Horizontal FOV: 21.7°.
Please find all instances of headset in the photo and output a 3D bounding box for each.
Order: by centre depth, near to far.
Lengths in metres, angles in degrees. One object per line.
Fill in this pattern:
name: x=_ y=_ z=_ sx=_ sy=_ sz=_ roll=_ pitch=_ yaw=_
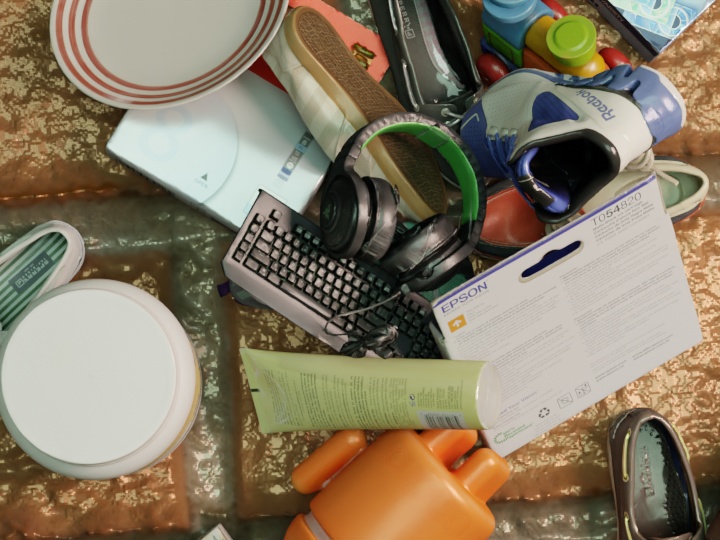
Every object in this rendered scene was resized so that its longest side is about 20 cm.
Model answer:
headset: x=0.030 y=-0.026 z=1.384 sx=0.123 sy=0.094 sz=0.200 roll=29 pitch=68 yaw=-19

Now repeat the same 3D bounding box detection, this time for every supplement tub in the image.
supplement tub: x=-0.192 y=0.082 z=1.394 sx=0.144 sy=0.200 sz=0.145 roll=0 pitch=85 yaw=-3

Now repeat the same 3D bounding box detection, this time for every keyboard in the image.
keyboard: x=0.000 y=0.000 z=1.429 sx=0.200 sy=0.021 sz=0.127 roll=34 pitch=68 yaw=-19

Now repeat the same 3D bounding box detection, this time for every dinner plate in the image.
dinner plate: x=-0.149 y=-0.209 z=1.483 sx=0.200 sy=0.024 sz=0.200 roll=-7 pitch=63 yaw=13

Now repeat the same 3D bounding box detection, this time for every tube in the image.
tube: x=0.005 y=0.091 z=1.406 sx=0.200 sy=0.052 sz=0.058 roll=-2 pitch=76 yaw=25

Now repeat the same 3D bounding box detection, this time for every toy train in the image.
toy train: x=0.173 y=-0.154 z=1.450 sx=0.085 sy=0.116 sz=0.200 roll=-44 pitch=66 yaw=-8

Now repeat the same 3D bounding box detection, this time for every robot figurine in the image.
robot figurine: x=0.021 y=0.196 z=1.435 sx=0.200 sy=0.117 sz=0.144 roll=-44 pitch=110 yaw=1

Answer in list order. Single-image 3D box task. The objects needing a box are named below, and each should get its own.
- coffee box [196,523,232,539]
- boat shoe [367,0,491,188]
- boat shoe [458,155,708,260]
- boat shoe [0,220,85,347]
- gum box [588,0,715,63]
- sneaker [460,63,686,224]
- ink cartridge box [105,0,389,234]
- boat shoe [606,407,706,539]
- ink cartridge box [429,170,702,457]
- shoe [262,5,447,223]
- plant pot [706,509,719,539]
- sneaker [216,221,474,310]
coffee box: x=-0.092 y=0.307 z=1.439 sx=0.113 sy=0.080 sz=0.200 roll=-37 pitch=87 yaw=-6
boat shoe: x=0.059 y=-0.160 z=1.495 sx=0.067 sy=0.057 sz=0.200 roll=-22 pitch=87 yaw=-18
boat shoe: x=0.178 y=-0.052 z=1.494 sx=0.200 sy=0.063 sz=0.071 roll=-9 pitch=87 yaw=-2
boat shoe: x=-0.298 y=0.034 z=1.461 sx=0.074 sy=0.067 sz=0.200 roll=40 pitch=84 yaw=2
gum box: x=0.251 y=-0.299 z=1.529 sx=0.200 sy=0.045 sz=0.170 roll=-44 pitch=88 yaw=-6
sneaker: x=0.133 y=-0.092 z=1.392 sx=0.115 sy=0.199 sz=0.081 roll=-44 pitch=113 yaw=-33
ink cartridge box: x=-0.084 y=-0.136 z=1.497 sx=0.160 sy=0.047 sz=0.200 roll=31 pitch=86 yaw=0
boat shoe: x=0.238 y=0.206 z=1.474 sx=0.072 sy=0.060 sz=0.200 roll=-9 pitch=85 yaw=-4
ink cartridge box: x=0.154 y=0.030 z=1.433 sx=0.199 sy=0.200 sz=0.041 roll=-29 pitch=45 yaw=-5
shoe: x=-0.004 y=-0.115 z=1.471 sx=0.053 sy=0.070 sz=0.200 roll=-33 pitch=96 yaw=34
plant pot: x=0.372 y=0.177 z=1.438 sx=0.200 sy=0.187 sz=0.187 roll=-38 pitch=87 yaw=8
sneaker: x=-0.011 y=0.002 z=1.484 sx=0.200 sy=0.088 sz=0.075 roll=3 pitch=80 yaw=-27
